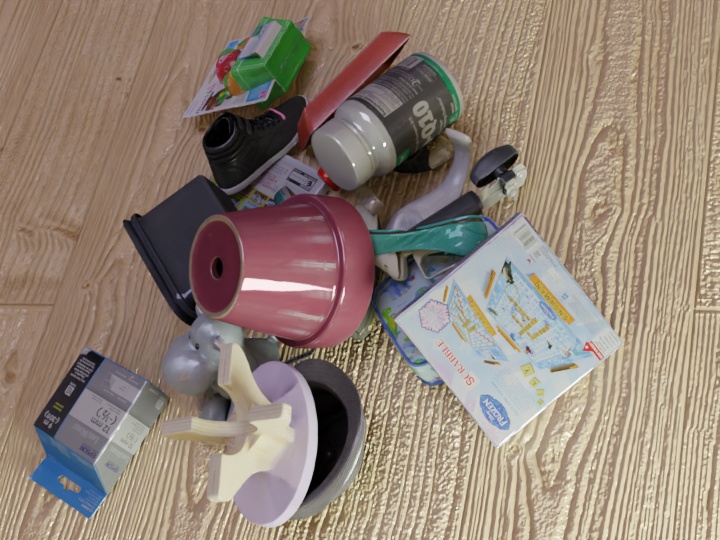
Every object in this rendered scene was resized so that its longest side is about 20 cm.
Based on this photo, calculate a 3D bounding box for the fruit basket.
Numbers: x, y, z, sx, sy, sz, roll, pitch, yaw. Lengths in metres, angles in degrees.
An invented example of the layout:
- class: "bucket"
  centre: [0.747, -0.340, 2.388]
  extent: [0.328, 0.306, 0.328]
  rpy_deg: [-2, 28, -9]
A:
- class: "fruit basket"
  centre: [-0.185, -0.328, 1.861]
  extent: [0.198, 0.094, 0.186]
  rpy_deg: [0, 51, 38]

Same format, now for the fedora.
- class: "fedora"
  centre: [-0.053, 0.220, 1.465]
  extent: [0.176, 0.090, 0.201]
  rpy_deg: [28, 88, 39]

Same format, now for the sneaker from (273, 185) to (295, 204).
- class: "sneaker"
  centre: [-0.096, -0.026, 1.644]
  extent: [0.079, 0.071, 0.201]
  rpy_deg: [-28, 60, 12]

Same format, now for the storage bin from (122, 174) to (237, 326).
- class: "storage bin"
  centre: [-0.219, -0.026, 1.659]
  extent: [0.134, 0.145, 0.201]
  rpy_deg: [-38, 59, 7]

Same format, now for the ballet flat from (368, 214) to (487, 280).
- class: "ballet flat"
  centre: [0.067, -0.023, 1.474]
  extent: [0.198, 0.067, 0.071]
  rpy_deg: [-7, 78, 29]

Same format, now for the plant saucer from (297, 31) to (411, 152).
- class: "plant saucer"
  centre: [-0.021, -0.263, 1.689]
  extent: [0.037, 0.200, 0.200]
  rpy_deg: [45, 84, -4]

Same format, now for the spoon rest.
- class: "spoon rest"
  centre: [0.101, -0.092, 1.608]
  extent: [0.099, 0.060, 0.201]
  rpy_deg: [27, 89, 35]

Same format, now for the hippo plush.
- class: "hippo plush"
  centre: [-0.167, 0.134, 1.532]
  extent: [0.200, 0.161, 0.160]
  rpy_deg: [-40, 51, 0]

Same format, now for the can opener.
- class: "can opener"
  centre: [0.138, -0.088, 1.559]
  extent: [0.199, 0.053, 0.067]
  rpy_deg: [-37, 62, -10]

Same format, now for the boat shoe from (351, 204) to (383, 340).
- class: "boat shoe"
  centre: [-0.003, 0.001, 1.593]
  extent: [0.071, 0.060, 0.203]
  rpy_deg: [-14, 49, 30]

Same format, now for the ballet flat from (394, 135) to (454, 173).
- class: "ballet flat"
  centre: [0.043, -0.183, 1.682]
  extent: [0.198, 0.057, 0.067]
  rpy_deg: [12, 66, 32]

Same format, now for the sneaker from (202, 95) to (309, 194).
- class: "sneaker"
  centre: [-0.156, -0.213, 1.748]
  extent: [0.070, 0.100, 0.200]
  rpy_deg: [29, 68, 38]

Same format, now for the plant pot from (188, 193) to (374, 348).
- class: "plant pot"
  centre: [-0.109, -0.001, 1.473]
  extent: [0.199, 0.178, 0.202]
  rpy_deg: [-4, 85, 50]

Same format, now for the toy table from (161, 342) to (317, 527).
- class: "toy table"
  centre: [-0.133, 0.195, 1.398]
  extent: [0.183, 0.117, 0.202]
  rpy_deg: [-23, 59, 25]

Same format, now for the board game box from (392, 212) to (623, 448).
- class: "board game box"
  centre: [0.175, 0.071, 1.397]
  extent: [0.199, 0.041, 0.201]
  rpy_deg: [-38, 93, 0]

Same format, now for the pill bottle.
- class: "pill bottle"
  centre: [0.036, -0.202, 1.593]
  extent: [0.200, 0.114, 0.113]
  rpy_deg: [-38, 49, -22]

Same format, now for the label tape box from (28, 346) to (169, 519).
- class: "label tape box"
  centre: [-0.384, 0.226, 1.650]
  extent: [0.142, 0.066, 0.201]
  rpy_deg: [22, 71, 35]

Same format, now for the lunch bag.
- class: "lunch bag"
  centre: [0.123, 0.035, 1.494]
  extent: [0.199, 0.083, 0.161]
  rpy_deg: [-36, 53, 3]

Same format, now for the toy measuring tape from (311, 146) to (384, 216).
- class: "toy measuring tape"
  centre: [-0.008, -0.128, 1.660]
  extent: [0.073, 0.074, 0.200]
  rpy_deg: [-40, 47, 0]

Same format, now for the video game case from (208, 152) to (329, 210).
- class: "video game case"
  centre: [-0.162, -0.101, 1.762]
  extent: [0.199, 0.023, 0.183]
  rpy_deg: [29, 77, 36]
